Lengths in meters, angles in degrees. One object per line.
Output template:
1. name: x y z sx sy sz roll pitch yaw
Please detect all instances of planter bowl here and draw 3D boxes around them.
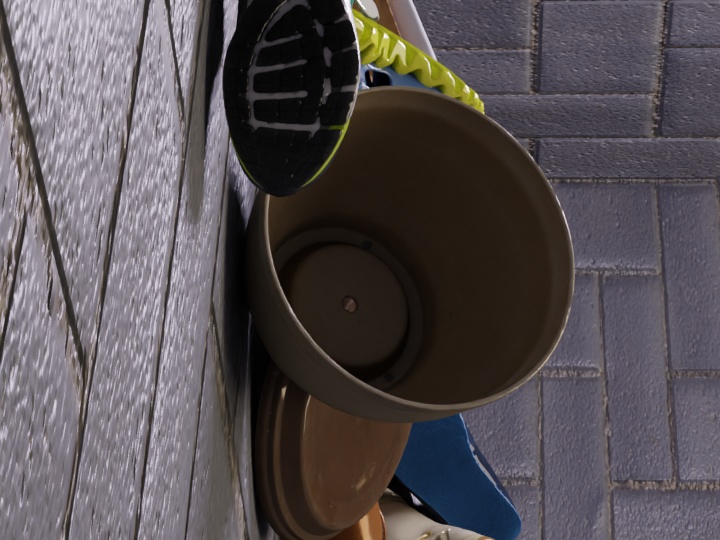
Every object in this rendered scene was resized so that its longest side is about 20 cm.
1. planter bowl: 0.013 0.006 1.291 0.135 0.199 0.201 138 -43 -60

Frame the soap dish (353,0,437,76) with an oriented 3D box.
1. soap dish: 0.023 -0.142 1.775 0.157 0.081 0.201 84 -12 -65

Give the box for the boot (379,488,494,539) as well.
1. boot: -0.008 0.247 1.594 0.155 0.200 0.073 23 -34 50

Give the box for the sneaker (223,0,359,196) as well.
1. sneaker: -0.036 -0.129 1.161 0.081 0.074 0.201 91 2 -66

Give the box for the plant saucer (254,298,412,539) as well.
1. plant saucer: -0.009 0.087 1.412 0.200 0.029 0.201 -34 130 -54

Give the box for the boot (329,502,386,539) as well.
1. boot: -0.022 0.136 1.502 0.155 0.076 0.201 71 25 -69

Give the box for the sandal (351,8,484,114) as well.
1. sandal: 0.003 -0.121 1.423 0.079 0.200 0.087 38 -79 45

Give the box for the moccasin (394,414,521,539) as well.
1. moccasin: 0.052 0.146 1.662 0.200 0.080 0.068 61 -9 -29

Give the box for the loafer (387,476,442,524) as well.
1. loafer: 0.033 0.165 1.758 0.072 0.073 0.201 29 37 -38

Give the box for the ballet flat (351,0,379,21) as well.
1. ballet flat: -0.021 -0.167 1.509 0.200 0.070 0.068 80 4 -76

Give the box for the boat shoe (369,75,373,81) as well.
1. boat shoe: 0.000 -0.098 1.572 0.070 0.070 0.200 -52 -174 -3
